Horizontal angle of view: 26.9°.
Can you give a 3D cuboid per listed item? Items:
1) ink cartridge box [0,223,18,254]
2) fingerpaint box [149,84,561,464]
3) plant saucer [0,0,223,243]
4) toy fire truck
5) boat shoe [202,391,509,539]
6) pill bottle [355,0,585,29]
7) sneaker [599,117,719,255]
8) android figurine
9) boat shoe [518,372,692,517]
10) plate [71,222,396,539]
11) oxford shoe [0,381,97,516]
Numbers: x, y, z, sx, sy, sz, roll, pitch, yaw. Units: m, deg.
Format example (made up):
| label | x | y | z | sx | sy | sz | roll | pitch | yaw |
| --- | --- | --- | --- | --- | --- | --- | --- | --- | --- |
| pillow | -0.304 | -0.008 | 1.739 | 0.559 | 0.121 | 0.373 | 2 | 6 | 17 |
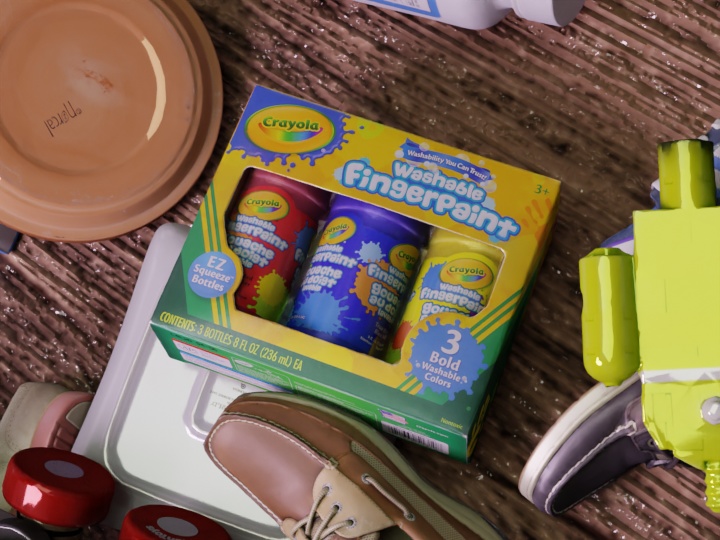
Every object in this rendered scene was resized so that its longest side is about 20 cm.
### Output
| label | x | y | z | sx | sy | sz | roll | pitch | yaw |
| --- | --- | --- | --- | --- | --- | --- | --- | --- | --- |
| ink cartridge box | -0.322 | -0.114 | 1.087 | 0.199 | 0.084 | 0.146 | 17 | 82 | 22 |
| fingerpaint box | 0.000 | 0.000 | 0.906 | 0.199 | 0.073 | 0.167 | 19 | 72 | 11 |
| plant saucer | -0.191 | -0.119 | 1.011 | 0.200 | 0.032 | 0.201 | 1 | 86 | -12 |
| toy fire truck | -0.176 | 0.188 | 0.850 | 0.200 | 0.168 | 0.112 | 22 | 102 | 16 |
| boat shoe | 0.000 | 0.142 | 0.863 | 0.200 | 0.074 | 0.076 | 30 | 118 | 3 |
| pill bottle | 0.048 | -0.218 | 0.965 | 0.199 | 0.112 | 0.113 | 18 | 82 | 23 |
| sneaker | 0.218 | -0.074 | 0.884 | 0.199 | 0.081 | 0.147 | -19 | 64 | 16 |
| android figurine | 0.209 | 0.028 | 0.803 | 0.181 | 0.041 | 0.201 | -1 | 85 | 11 |
| boat shoe | 0.180 | 0.079 | 0.856 | 0.200 | 0.072 | 0.065 | -38 | 61 | 0 |
| plate | -0.074 | 0.084 | 0.948 | 0.199 | 0.032 | 0.201 | 18 | 80 | 12 |
| oxford shoe | -0.232 | 0.169 | 0.992 | 0.074 | 0.071 | 0.200 | 15 | 74 | 38 |
